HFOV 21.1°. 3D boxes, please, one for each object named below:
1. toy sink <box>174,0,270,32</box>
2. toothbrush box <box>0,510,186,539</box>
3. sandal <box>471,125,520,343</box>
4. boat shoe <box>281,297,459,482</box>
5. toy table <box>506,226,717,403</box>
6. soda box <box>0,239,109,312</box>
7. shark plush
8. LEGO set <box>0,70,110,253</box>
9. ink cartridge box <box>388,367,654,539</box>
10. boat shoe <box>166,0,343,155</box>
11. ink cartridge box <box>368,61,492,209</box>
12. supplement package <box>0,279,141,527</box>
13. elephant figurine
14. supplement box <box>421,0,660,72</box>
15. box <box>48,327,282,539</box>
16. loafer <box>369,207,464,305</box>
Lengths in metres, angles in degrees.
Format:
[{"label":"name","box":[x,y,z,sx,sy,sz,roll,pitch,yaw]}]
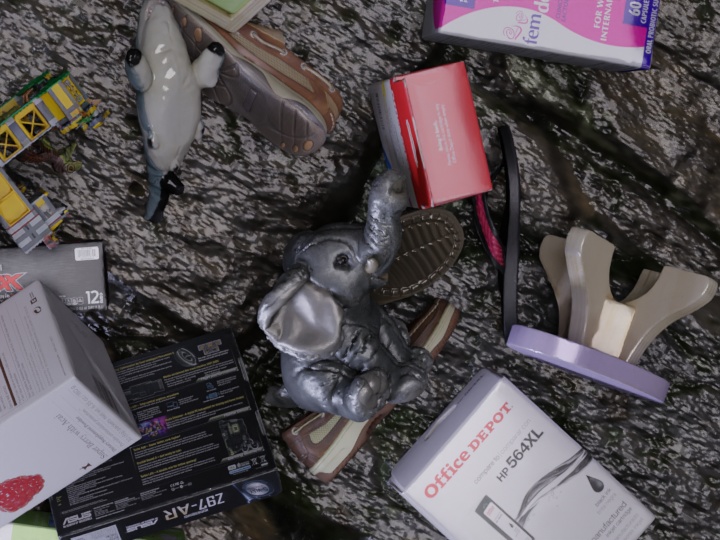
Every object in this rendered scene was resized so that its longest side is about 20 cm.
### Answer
[{"label":"toy sink","box":[-0.146,-0.312,1.643,0.199,0.113,0.130,27,131,-36]},{"label":"toothbrush box","box":[-0.264,0.299,1.738,0.199,0.086,0.147,8,91,-9]},{"label":"sandal","box":[0.125,-0.033,1.781,0.045,0.075,0.202,1,96,4]},{"label":"boat shoe","box":[0.005,0.096,1.771,0.075,0.075,0.203,40,88,-2]},{"label":"toy table","box":[0.225,0.041,1.752,0.183,0.200,0.118,18,85,28]},{"label":"soda box","box":[-0.325,0.010,1.719,0.199,0.071,0.064,-4,93,-7]},{"label":"shark plush","box":[-0.170,-0.141,1.727,0.090,0.083,0.201,-20,122,-22]},{"label":"LEGO set","box":[-0.275,-0.089,1.666,0.154,0.200,0.116,-41,106,-17]},{"label":"ink cartridge box","box":[0.147,0.210,1.790,0.200,0.084,0.146,42,88,-9]},{"label":"boat shoe","box":[-0.101,-0.187,1.747,0.200,0.076,0.072,41,54,0]},{"label":"ink cartridge box","box":[0.063,-0.119,1.700,0.067,0.200,0.117,-14,95,-6]},{"label":"supplement package","box":[-0.312,0.128,1.648,0.199,0.120,0.121,-33,141,5]},{"label":"elephant figurine","box":[-0.023,0.019,1.663,0.155,0.141,0.201,-28,113,-16]},{"label":"supplement box","box":[0.165,-0.246,1.758,0.199,0.103,0.102,8,93,-6]},{"label":"box","box":[-0.186,0.151,1.715,0.199,0.044,0.161,-17,55,-7]},{"label":"loafer","box":[0.000,0.000,1.763,0.199,0.068,0.076,-29,109,-3]}]
